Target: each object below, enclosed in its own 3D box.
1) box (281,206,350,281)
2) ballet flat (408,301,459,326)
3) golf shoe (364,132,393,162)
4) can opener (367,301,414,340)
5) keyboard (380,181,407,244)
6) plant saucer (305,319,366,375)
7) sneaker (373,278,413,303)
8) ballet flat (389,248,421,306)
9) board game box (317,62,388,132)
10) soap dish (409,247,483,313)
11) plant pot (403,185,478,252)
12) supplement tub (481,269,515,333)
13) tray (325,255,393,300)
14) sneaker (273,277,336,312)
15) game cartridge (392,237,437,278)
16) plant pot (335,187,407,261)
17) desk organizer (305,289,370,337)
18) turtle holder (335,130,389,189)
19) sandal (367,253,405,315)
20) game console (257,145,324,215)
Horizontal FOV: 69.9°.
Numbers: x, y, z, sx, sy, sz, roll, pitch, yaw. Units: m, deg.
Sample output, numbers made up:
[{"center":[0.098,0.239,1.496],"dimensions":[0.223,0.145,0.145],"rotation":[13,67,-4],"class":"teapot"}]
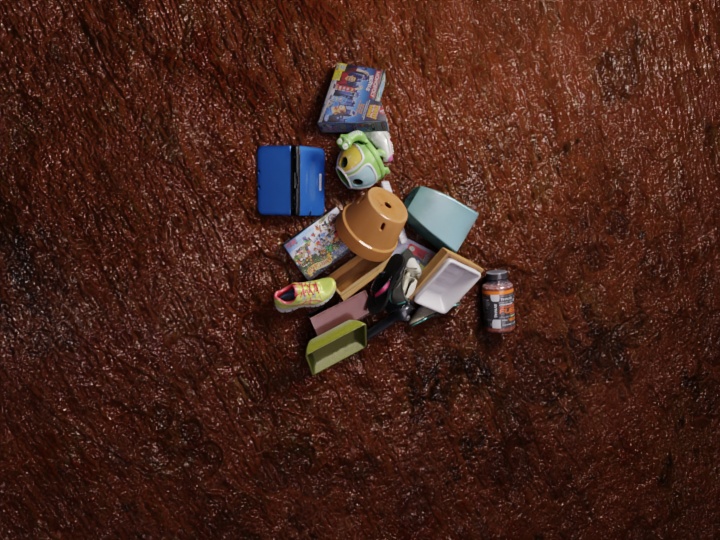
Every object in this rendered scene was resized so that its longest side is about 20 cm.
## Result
[{"center":[-0.119,-0.081,1.572],"dimensions":[0.199,0.038,0.137],"rotation":[-37,106,-9],"class":"box"},{"center":[0.235,0.122,1.705],"dimensions":[0.199,0.067,0.063],"rotation":[-22,80,-18],"class":"ballet flat"},{"center":[0.037,-0.418,1.564],"dimensions":[0.091,0.075,0.202],"rotation":[-21,95,-5],"class":"golf shoe"},{"center":[0.086,0.159,1.628],"dimensions":[0.200,0.063,0.079],"rotation":[-42,72,23],"class":"can opener"},{"center":[0.107,-0.182,1.607],"dimensions":[0.056,0.011,0.202],"rotation":[-20,93,-57],"class":"keyboard"},{"center":[-0.079,0.226,1.573],"dimensions":[0.198,0.200,0.048],"rotation":[-27,65,-12],"class":"plant saucer"},{"center":[0.108,0.062,1.650],"dimensions":[0.075,0.084,0.201],"rotation":[-58,134,-37],"class":"sneaker"},{"center":[0.149,0.021,1.577],"dimensions":[0.068,0.068,0.201],"rotation":[45,53,-43],"class":"ballet flat"},{"center":[0.001,-0.484,1.496],"dimensions":[0.198,0.062,0.202],"rotation":[16,81,12],"class":"board game box"},{"center":[0.259,0.031,1.597],"dimensions":[0.156,0.082,0.200],"rotation":[22,121,-29],"class":"soap dish"},{"center":[0.233,-0.170,1.621],"dimensions":[0.199,0.141,0.142],"rotation":[31,87,-12],"class":"plant pot"},{"center":[0.464,0.103,1.740],"dimensions":[0.106,0.107,0.202],"rotation":[-9,100,-16],"class":"supplement tub"},{"center":[0.000,0.000,1.587],"dimensions":[0.199,0.099,0.037],"rotation":[-37,135,-9],"class":"tray"},{"center":[-0.166,0.067,1.524],"dimensions":[0.198,0.090,0.079],"rotation":[-21,64,-1],"class":"sneaker"},{"center":[0.169,-0.021,1.671],"dimensions":[0.199,0.041,0.134],"rotation":[25,93,-18],"class":"game cartridge"},{"center":[0.046,-0.146,1.508],"dimensions":[0.199,0.201,0.140],"rotation":[26,130,-19],"class":"plant pot"},{"center":[-0.063,0.133,1.602],"dimensions":[0.199,0.072,0.078],"rotation":[-26,102,-12],"class":"desk organizer"},{"center":[-0.002,-0.316,1.504],"dimensions":[0.131,0.186,0.141],"rotation":[-38,81,-8],"class":"turtle holder"},{"center":[0.066,0.037,1.543],"dimensions":[0.045,0.075,0.201],"rotation":[16,103,-45],"class":"sandal"},{"center":[-0.204,-0.265,1.532],"dimensions":[0.170,0.118,0.202],"rotation":[-7,101,-48],"class":"game console"}]
